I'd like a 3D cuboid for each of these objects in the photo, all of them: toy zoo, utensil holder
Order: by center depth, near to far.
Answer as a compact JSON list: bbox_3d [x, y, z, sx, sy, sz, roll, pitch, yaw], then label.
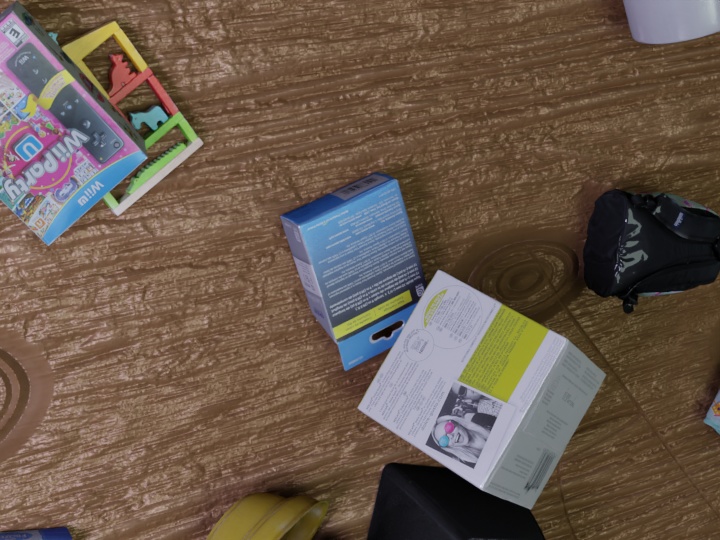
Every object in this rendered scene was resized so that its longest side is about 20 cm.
[{"bbox_3d":[-0.280,-0.178,1.296,0.131,0.020,0.201,-41,117,-13],"label":"toy zoo"},{"bbox_3d":[0.408,-0.416,1.526,0.169,0.170,0.202,-27,115,-20],"label":"utensil holder"}]

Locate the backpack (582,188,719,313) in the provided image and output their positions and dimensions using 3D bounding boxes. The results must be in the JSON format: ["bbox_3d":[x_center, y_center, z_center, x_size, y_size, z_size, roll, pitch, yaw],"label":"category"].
[{"bbox_3d":[0.409,-0.042,1.632,0.198,0.127,0.169,-2,114,-28],"label":"backpack"}]

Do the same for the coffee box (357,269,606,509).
[{"bbox_3d":[0.153,0.150,1.463,0.201,0.197,0.199,-59,150,-3],"label":"coffee box"}]

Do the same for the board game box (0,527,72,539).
[{"bbox_3d":[-0.433,0.398,1.333,0.197,0.043,0.203,2,101,-27],"label":"board game box"}]

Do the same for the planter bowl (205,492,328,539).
[{"bbox_3d":[-0.133,0.332,1.430,0.083,0.201,0.201,37,80,16],"label":"planter bowl"}]

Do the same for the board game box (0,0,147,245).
[{"bbox_3d":[-0.341,-0.151,1.227,0.147,0.064,0.200,-40,116,4],"label":"board game box"}]

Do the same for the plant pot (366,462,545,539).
[{"bbox_3d":[0.133,0.384,1.553,0.197,0.177,0.203,10,96,-29],"label":"plant pot"}]

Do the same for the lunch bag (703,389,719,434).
[{"bbox_3d":[0.645,0.215,1.820,0.199,0.121,0.172,35,82,-37],"label":"lunch bag"}]

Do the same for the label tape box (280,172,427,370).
[{"bbox_3d":[0.000,0.000,1.461,0.142,0.066,0.202,-26,115,-20],"label":"label tape box"}]
